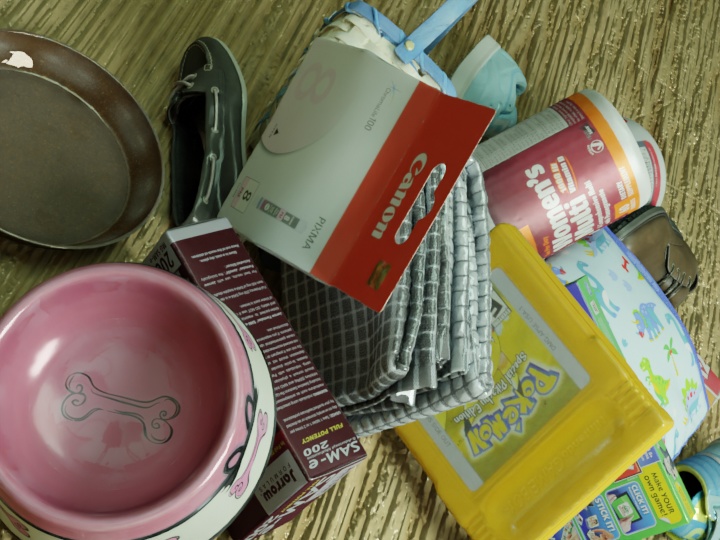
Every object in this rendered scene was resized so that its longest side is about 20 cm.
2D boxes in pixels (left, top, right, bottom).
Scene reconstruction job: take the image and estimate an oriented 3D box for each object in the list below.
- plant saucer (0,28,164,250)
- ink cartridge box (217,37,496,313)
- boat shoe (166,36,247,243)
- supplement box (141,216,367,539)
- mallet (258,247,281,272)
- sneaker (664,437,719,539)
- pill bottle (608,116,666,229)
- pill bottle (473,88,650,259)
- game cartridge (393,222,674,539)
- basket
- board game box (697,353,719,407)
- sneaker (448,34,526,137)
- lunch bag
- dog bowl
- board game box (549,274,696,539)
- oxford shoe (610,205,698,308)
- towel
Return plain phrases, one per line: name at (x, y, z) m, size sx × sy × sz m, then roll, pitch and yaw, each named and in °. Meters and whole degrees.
plant saucer at (-0.244, -0.093, 1.047) m, size 0.200 × 0.034 × 0.201 m, roll 20°, pitch 49°, yaw -24°
ink cartridge box at (-0.011, -0.075, 0.998) m, size 0.057 × 0.163 × 0.200 m, roll 30°, pitch -1°, yaw -29°
boat shoe at (-0.128, -0.111, 1.127) m, size 0.057 × 0.067 × 0.201 m, roll 11°, pitch 55°, yaw -37°
supplement box at (-0.091, 0.077, 0.979) m, size 0.061 × 0.109 × 0.200 m, roll -17°, pitch 69°, yaw -46°
mallet at (0.000, 0.000, 1.166) m, size 0.200 × 0.041 × 0.066 m, roll 28°, pitch 45°, yaw -24°
sneaker at (0.331, 0.242, 1.205) m, size 0.130 × 0.080 × 0.200 m, roll -6°, pitch 53°, yaw -43°
pill bottle at (0.181, -0.079, 1.304) m, size 0.200 × 0.120 × 0.120 m, roll -10°, pitch 65°, yaw -42°
pill bottle at (0.127, -0.058, 1.148) m, size 0.200 × 0.110 × 0.110 m, roll -28°, pitch 73°, yaw -2°
game cartridge at (0.108, 0.094, 1.048) m, size 0.032 × 0.176 × 0.200 m, roll 13°, pitch 36°, yaw -56°
basket at (0.012, -0.154, 1.195) m, size 0.139 × 0.176 × 0.200 m, roll 41°, pitch 61°, yaw -3°
board game box at (0.259, 0.059, 1.328) m, size 0.200 × 0.030 × 0.095 m, roll 50°, pitch 42°, yaw 8°
sneaker at (0.114, -0.159, 1.347) m, size 0.082 × 0.074 × 0.200 m, roll 39°, pitch 43°, yaw -2°
lunch bag at (0.198, 0.084, 1.184) m, size 0.200 × 0.127 × 0.170 m, roll 48°, pitch 42°, yaw 4°
dog bowl at (-0.154, 0.084, 0.876) m, size 0.199 × 0.074 × 0.201 m, roll 0°, pitch 72°, yaw -1°
board game box at (0.156, 0.121, 1.085) m, size 0.029 × 0.134 × 0.201 m, roll -23°, pitch 87°, yaw -62°
oxford shoe at (0.277, -0.009, 1.307) m, size 0.200 × 0.073 × 0.085 m, roll 6°, pitch 49°, yaw -59°
towel at (0.011, 0.014, 1.038) m, size 0.085 × 0.165 × 0.201 m, roll 17°, pitch 64°, yaw -36°
